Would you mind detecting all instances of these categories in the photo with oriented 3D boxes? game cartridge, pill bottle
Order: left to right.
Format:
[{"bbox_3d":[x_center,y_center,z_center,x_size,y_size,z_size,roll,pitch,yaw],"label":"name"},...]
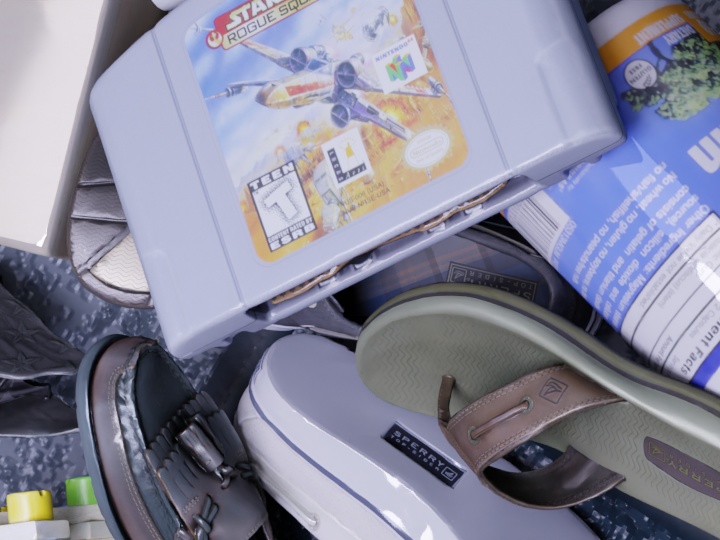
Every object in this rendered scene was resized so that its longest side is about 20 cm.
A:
[{"bbox_3d":[-0.008,-0.065,1.107,0.200,0.042,0.133,-27,73,19],"label":"game cartridge"},{"bbox_3d":[0.149,-0.004,1.116,0.200,0.112,0.112,46,101,15],"label":"pill bottle"}]

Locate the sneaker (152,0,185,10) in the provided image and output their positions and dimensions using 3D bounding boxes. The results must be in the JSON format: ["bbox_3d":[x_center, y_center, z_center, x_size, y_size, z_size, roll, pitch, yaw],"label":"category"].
[{"bbox_3d":[-0.044,-0.202,1.193,0.114,0.073,0.201,-22,54,15],"label":"sneaker"}]

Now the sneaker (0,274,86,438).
[{"bbox_3d":[-0.201,0.026,1.259,0.200,0.104,0.060,34,133,50],"label":"sneaker"}]

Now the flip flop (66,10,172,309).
[{"bbox_3d":[-0.064,-0.069,1.207,0.081,0.058,0.200,16,65,0],"label":"flip flop"}]

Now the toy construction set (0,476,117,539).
[{"bbox_3d":[-0.171,0.123,1.195,0.200,0.131,0.092,8,95,44],"label":"toy construction set"}]

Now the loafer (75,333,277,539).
[{"bbox_3d":[-0.052,0.113,1.170,0.063,0.072,0.200,-6,115,32],"label":"loafer"}]

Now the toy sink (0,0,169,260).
[{"bbox_3d":[-0.190,-0.089,1.238,0.200,0.112,0.131,14,91,14],"label":"toy sink"}]

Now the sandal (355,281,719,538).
[{"bbox_3d":[0.075,0.062,1.107,0.201,0.080,0.057,22,57,33],"label":"sandal"}]

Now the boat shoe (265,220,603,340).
[{"bbox_3d":[0.000,0.000,1.189,0.200,0.066,0.070,14,91,20],"label":"boat shoe"}]

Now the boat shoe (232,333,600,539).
[{"bbox_3d":[0.028,0.112,1.180,0.200,0.071,0.070,37,130,8],"label":"boat shoe"}]
